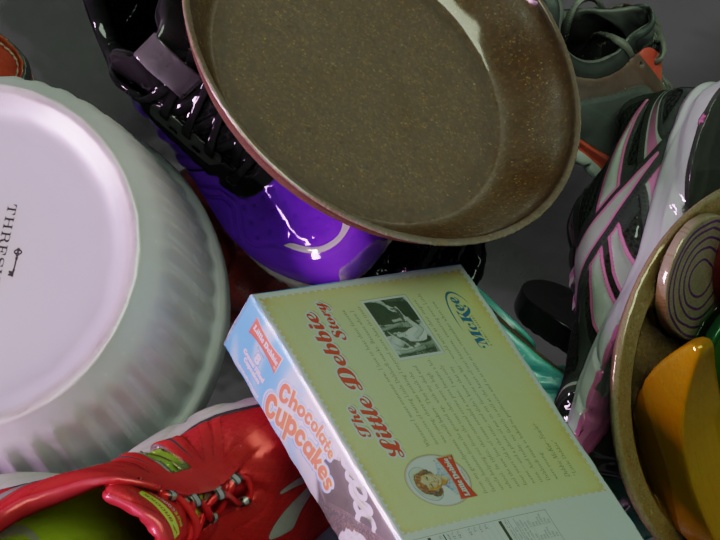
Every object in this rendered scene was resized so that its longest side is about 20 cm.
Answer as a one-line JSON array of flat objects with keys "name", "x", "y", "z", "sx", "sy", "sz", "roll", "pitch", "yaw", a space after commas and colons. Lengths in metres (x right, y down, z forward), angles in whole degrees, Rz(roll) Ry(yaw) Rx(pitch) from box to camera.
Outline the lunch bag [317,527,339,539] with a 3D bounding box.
[{"name": "lunch bag", "x": -0.026, "y": 0.180, "z": 1.147, "sx": 0.160, "sy": 0.077, "sz": 0.201, "roll": -16, "pitch": 69, "yaw": -21}]

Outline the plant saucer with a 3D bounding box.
[{"name": "plant saucer", "x": 0.005, "y": -0.091, "z": 1.143, "sx": 0.200, "sy": 0.037, "sz": 0.201, "roll": 16, "pitch": 55, "yaw": -24}]

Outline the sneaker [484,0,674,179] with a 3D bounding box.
[{"name": "sneaker", "x": 0.133, "y": -0.087, "z": 1.273, "sx": 0.200, "sy": 0.082, "sz": 0.077, "roll": 19, "pitch": 28, "yaw": -46}]

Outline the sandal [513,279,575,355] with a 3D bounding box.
[{"name": "sandal", "x": 0.168, "y": 0.053, "z": 1.261, "sx": 0.200, "sy": 0.045, "sz": 0.075, "roll": 33, "pitch": 18, "yaw": 6}]

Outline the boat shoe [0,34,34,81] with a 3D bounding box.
[{"name": "boat shoe", "x": -0.252, "y": -0.126, "z": 1.251, "sx": 0.199, "sy": 0.063, "sz": 0.071, "roll": 22, "pitch": 59, "yaw": -4}]

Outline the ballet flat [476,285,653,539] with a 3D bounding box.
[{"name": "ballet flat", "x": 0.072, "y": 0.063, "z": 1.240, "sx": 0.200, "sy": 0.067, "sz": 0.070, "roll": 37, "pitch": 75, "yaw": 8}]

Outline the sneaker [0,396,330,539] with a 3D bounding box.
[{"name": "sneaker", "x": -0.082, "y": 0.106, "z": 1.067, "sx": 0.199, "sy": 0.085, "sz": 0.077, "roll": -17, "pitch": 94, "yaw": -19}]

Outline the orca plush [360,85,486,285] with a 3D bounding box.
[{"name": "orca plush", "x": 0.000, "y": 0.000, "z": 1.175, "sx": 0.105, "sy": 0.071, "sz": 0.200, "roll": 43, "pitch": 82, "yaw": -10}]

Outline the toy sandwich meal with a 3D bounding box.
[{"name": "toy sandwich meal", "x": 0.196, "y": 0.058, "z": 1.164, "sx": 0.205, "sy": 0.070, "sz": 0.206, "roll": -5, "pitch": 98, "yaw": -37}]

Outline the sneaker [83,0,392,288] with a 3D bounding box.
[{"name": "sneaker", "x": -0.067, "y": -0.072, "z": 1.157, "sx": 0.070, "sy": 0.100, "sz": 0.200, "roll": -43, "pitch": 60, "yaw": 4}]

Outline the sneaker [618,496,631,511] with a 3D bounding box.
[{"name": "sneaker", "x": 0.082, "y": 0.116, "z": 1.168, "sx": 0.200, "sy": 0.082, "sz": 0.075, "roll": 43, "pitch": 21, "yaw": -23}]

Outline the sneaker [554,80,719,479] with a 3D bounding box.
[{"name": "sneaker", "x": 0.131, "y": 0.005, "z": 1.209, "sx": 0.080, "sy": 0.086, "sz": 0.201, "roll": 32, "pitch": 76, "yaw": -35}]

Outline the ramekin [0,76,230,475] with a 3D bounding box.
[{"name": "ramekin", "x": -0.163, "y": 0.009, "z": 1.145, "sx": 0.199, "sy": 0.105, "sz": 0.201, "roll": -2, "pitch": 73, "yaw": 7}]

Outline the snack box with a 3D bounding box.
[{"name": "snack box", "x": 0.039, "y": 0.086, "z": 1.071, "sx": 0.116, "sy": 0.037, "sz": 0.200, "roll": -7, "pitch": 52, "yaw": -36}]

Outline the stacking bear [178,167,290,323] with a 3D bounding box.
[{"name": "stacking bear", "x": -0.029, "y": -0.070, "z": 1.259, "sx": 0.113, "sy": 0.122, "sz": 0.200, "roll": 27, "pitch": 70, "yaw": 10}]
